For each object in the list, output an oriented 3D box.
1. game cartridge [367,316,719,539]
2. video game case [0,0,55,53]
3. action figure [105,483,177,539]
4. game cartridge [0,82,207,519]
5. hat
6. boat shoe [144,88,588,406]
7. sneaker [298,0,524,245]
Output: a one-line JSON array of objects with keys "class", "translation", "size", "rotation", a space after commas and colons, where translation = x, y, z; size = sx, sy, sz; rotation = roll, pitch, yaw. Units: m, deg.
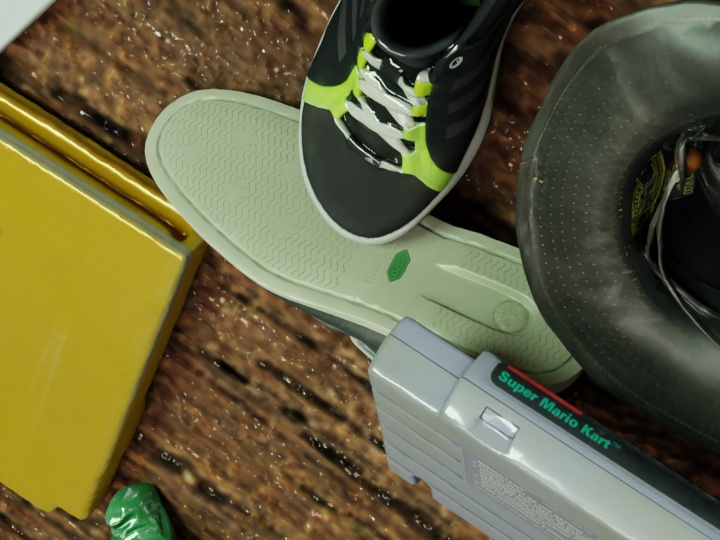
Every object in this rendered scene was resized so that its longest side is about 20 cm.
[{"class": "game cartridge", "translation": [0.094, 0.095, 0.973], "size": [0.199, 0.038, 0.130], "rotation": [33, 161, 15]}, {"class": "video game case", "translation": [-0.168, -0.194, 1.039], "size": [0.200, 0.023, 0.182], "rotation": [48, 133, -8]}, {"class": "action figure", "translation": [-0.075, 0.189, 1.240], "size": [0.118, 0.055, 0.201], "rotation": [-4, 113, 35]}, {"class": "game cartridge", "translation": [-0.165, 0.004, 1.174], "size": [0.176, 0.032, 0.200], "rotation": [33, 138, 7]}, {"class": "hat", "translation": [0.157, -0.019, 0.932], "size": [0.200, 0.081, 0.202], "rotation": [17, 125, 25]}, {"class": "boat shoe", "translation": [0.000, 0.000, 1.050], "size": [0.199, 0.072, 0.068], "rotation": [31, 159, 15]}, {"class": "sneaker", "translation": [0.016, -0.087, 0.949], "size": [0.072, 0.083, 0.201], "rotation": [32, 124, 12]}]
